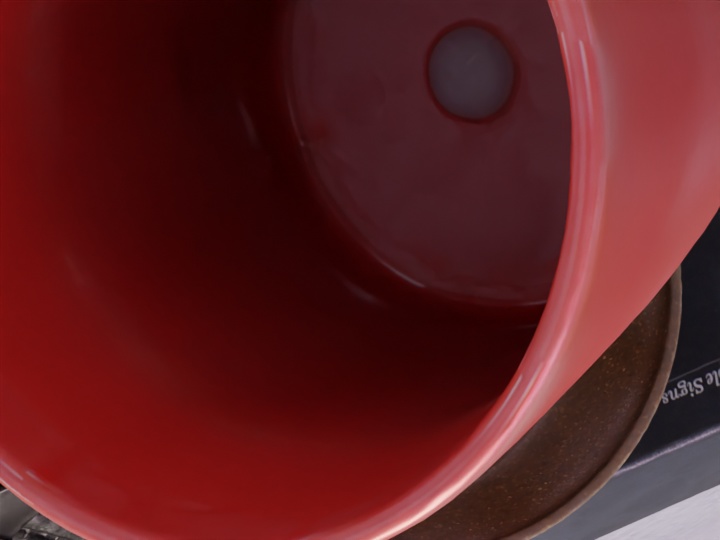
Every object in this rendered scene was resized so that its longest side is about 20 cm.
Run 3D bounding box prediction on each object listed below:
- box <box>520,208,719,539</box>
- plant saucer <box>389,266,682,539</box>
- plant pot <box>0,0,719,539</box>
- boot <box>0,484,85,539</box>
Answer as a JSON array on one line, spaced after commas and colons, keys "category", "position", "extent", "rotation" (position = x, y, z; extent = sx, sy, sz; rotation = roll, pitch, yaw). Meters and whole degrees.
[{"category": "box", "position": [0.057, -0.010, 1.025], "extent": [0.200, 0.197, 0.124], "rotation": [-22, 164, -8]}, {"category": "plant saucer", "position": [0.000, 0.000, 0.925], "extent": [0.200, 0.201, 0.037], "rotation": [-20, 165, -20]}, {"category": "plant pot", "position": [0.001, -0.042, 0.730], "extent": [0.200, 0.201, 0.177], "rotation": [-33, 174, 27]}, {"category": "boot", "position": [-0.167, 0.081, 0.908], "extent": [0.211, 0.079, 0.158], "rotation": [-32, 163, 13]}]
